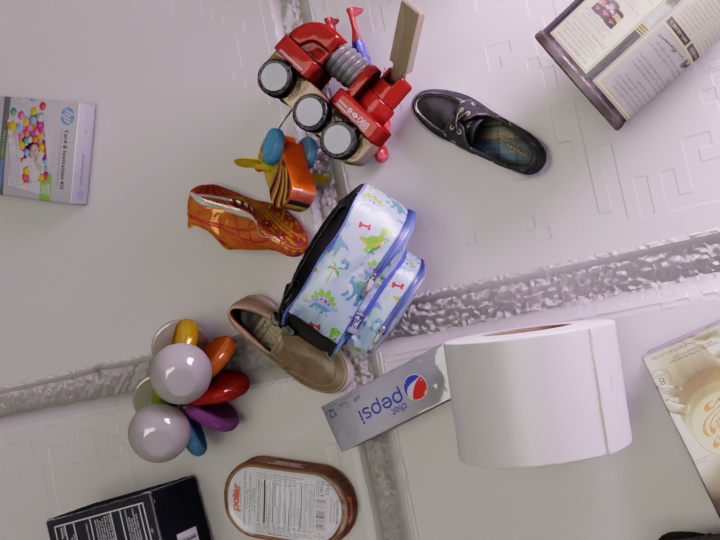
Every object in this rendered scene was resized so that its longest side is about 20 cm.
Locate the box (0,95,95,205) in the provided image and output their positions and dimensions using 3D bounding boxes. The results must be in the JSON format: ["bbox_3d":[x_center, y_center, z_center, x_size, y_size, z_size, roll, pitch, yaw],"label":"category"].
[{"bbox_3d":[-0.514,-0.190,1.425,0.198,0.041,0.158,9,95,21],"label":"box"}]

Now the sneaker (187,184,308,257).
[{"bbox_3d":[-0.157,-0.059,1.274,0.199,0.073,0.078,24,122,24],"label":"sneaker"}]

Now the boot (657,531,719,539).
[{"bbox_3d":[0.416,0.327,0.996,0.199,0.131,0.070,-19,83,22],"label":"boot"}]

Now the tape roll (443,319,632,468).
[{"bbox_3d":[0.202,0.137,1.045,0.201,0.202,0.141,-9,87,23],"label":"tape roll"}]

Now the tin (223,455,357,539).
[{"bbox_3d":[-0.101,0.323,1.266,0.198,0.042,0.113,2,88,23],"label":"tin"}]

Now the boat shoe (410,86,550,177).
[{"bbox_3d":[0.147,-0.180,1.138,0.199,0.057,0.069,30,102,19],"label":"boat shoe"}]

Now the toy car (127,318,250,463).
[{"bbox_3d":[-0.235,0.174,1.270,0.149,0.175,0.202,19,100,-16],"label":"toy car"}]

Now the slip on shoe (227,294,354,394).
[{"bbox_3d":[-0.099,0.102,1.246,0.200,0.060,0.076,39,105,17],"label":"slip on shoe"}]

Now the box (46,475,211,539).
[{"bbox_3d":[-0.324,0.425,1.314,0.197,0.123,0.202,-19,82,21],"label":"box"}]

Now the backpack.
[{"bbox_3d":[0.000,0.000,1.144,0.146,0.183,0.201,30,99,-4],"label":"backpack"}]

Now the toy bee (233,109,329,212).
[{"bbox_3d":[-0.102,-0.147,1.230,0.130,0.201,0.109,27,136,-14],"label":"toy bee"}]

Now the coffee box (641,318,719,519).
[{"bbox_3d":[0.416,0.163,1.020,0.114,0.080,0.201,-28,81,21],"label":"coffee box"}]

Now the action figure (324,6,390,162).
[{"bbox_3d":[0.005,-0.242,1.201,0.065,0.052,0.202,-13,91,28],"label":"action figure"}]

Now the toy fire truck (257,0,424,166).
[{"bbox_3d":[-0.009,-0.255,1.126,0.176,0.129,0.200,45,99,10],"label":"toy fire truck"}]

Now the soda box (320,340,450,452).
[{"bbox_3d":[0.052,0.164,1.182,0.199,0.063,0.069,-31,79,20],"label":"soda box"}]

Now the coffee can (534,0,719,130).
[{"bbox_3d":[0.318,-0.279,1.015,0.200,0.146,0.147,-42,76,18],"label":"coffee can"}]
